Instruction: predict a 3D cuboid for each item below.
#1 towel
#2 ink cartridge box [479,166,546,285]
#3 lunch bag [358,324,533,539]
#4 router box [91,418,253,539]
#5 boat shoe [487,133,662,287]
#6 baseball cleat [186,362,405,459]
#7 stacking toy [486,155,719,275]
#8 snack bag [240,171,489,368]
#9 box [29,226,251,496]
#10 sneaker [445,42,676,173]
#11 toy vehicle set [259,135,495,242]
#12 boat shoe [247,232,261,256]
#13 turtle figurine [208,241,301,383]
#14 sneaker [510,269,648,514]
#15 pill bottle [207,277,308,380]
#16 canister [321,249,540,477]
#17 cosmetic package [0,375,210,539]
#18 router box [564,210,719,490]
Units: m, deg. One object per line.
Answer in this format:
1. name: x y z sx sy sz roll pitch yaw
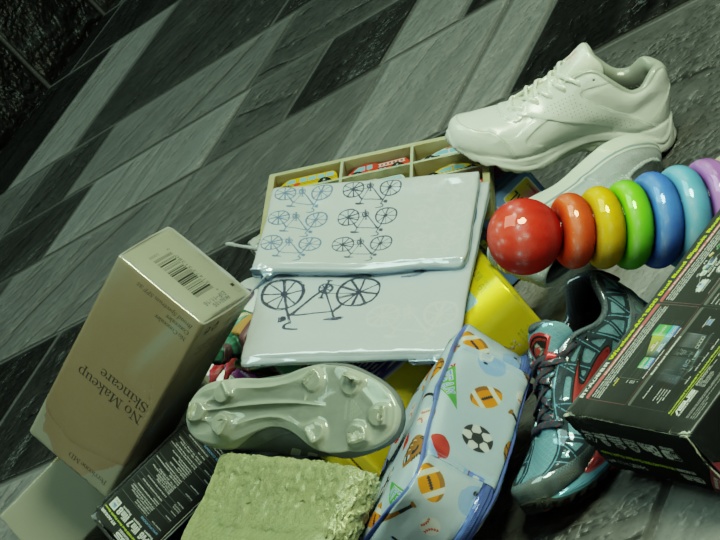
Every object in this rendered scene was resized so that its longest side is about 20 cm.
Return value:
1. towel: -0.070 0.201 1.481 0.199 0.036 0.149 -6 55 52
2. ink cartridge box: 0.077 -0.010 1.816 0.200 0.076 0.136 -46 19 0
3. lunch bag: 0.056 0.145 1.496 0.161 0.075 0.200 -61 2 42
4. router box: -0.127 0.170 1.740 0.150 0.062 0.200 -45 -10 7
5. boat shoe: 0.189 -0.042 1.661 0.071 0.070 0.200 36 50 28
6. baseball cleat: -0.033 0.109 1.550 0.199 0.106 0.070 2 78 36
7. stacking toy: 0.186 -0.035 1.470 0.199 0.086 0.085 -5 12 -15
8. snack bag: 0.000 0.000 1.646 0.187 0.021 0.201 -2 46 17
9. box: -0.179 0.075 1.665 0.078 0.095 0.201 -35 -22 -56
10. sneaker: 0.167 -0.143 1.732 0.199 0.100 0.078 -9 31 -9
11. toy vehicle set: 0.016 -0.064 1.763 0.199 0.027 0.124 -12 28 7
12. boat shoe: -0.059 0.046 1.839 0.086 0.075 0.203 -22 62 -2
13. turtle figurine: -0.083 0.043 1.750 0.150 0.101 0.200 -46 24 -20
14. sneaker: 0.141 0.082 1.459 0.079 0.096 0.200 -23 28 47
15. pill bottle: -0.095 0.078 1.925 0.200 0.112 0.112 -52 20 -22
16. canister: 0.048 0.079 1.673 0.200 0.087 0.149 -42 19 3
17. cosmetic package: -0.208 0.167 1.798 0.200 0.073 0.104 -45 -10 4
18. router box: 0.245 0.046 1.348 0.200 0.062 0.150 -50 21 -14
